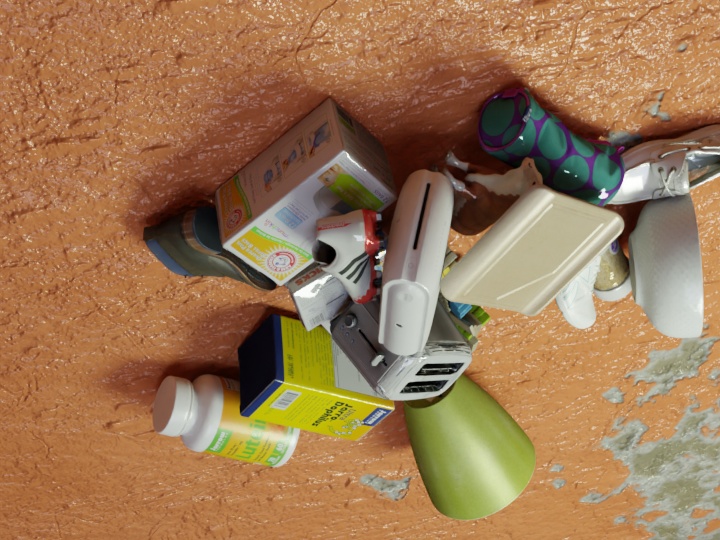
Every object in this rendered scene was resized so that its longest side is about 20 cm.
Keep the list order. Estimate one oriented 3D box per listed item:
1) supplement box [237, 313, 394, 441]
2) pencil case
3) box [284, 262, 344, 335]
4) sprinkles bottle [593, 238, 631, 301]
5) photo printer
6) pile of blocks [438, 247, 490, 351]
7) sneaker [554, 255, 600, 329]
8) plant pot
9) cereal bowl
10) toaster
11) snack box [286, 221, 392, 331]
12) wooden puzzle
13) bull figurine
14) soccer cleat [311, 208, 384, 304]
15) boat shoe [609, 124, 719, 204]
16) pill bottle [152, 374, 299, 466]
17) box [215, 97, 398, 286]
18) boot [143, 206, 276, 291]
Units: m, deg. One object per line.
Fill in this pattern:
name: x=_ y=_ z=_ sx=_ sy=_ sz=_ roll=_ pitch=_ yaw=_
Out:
supplement box: x=-0.064 y=0.155 z=1.671 sx=0.198 sy=0.110 sz=0.110 roll=17 pitch=139 yaw=-28
pencil case: x=0.242 y=-0.153 z=1.464 sx=0.198 sy=0.085 sz=0.094 roll=25 pitch=89 yaw=-35
box: x=-0.034 y=0.013 z=1.579 sx=0.110 sy=0.035 sz=0.200 roll=-37 pitch=134 yaw=3
sprinkles bottle: x=0.320 y=-0.039 z=1.613 sx=0.068 sy=0.069 sz=0.200 roll=-26 pitch=135 yaw=13
photo printer: x=0.067 y=-0.012 z=1.420 sx=0.068 sy=0.168 sz=0.201 roll=11 pitch=151 yaw=5
pile of blocks: x=0.146 y=0.036 z=1.636 sx=0.062 sy=0.082 sz=0.201 roll=-42 pitch=141 yaw=-13
sneaker: x=0.285 y=-0.002 z=1.539 sx=0.079 sy=0.071 sz=0.202 roll=-17 pitch=127 yaw=16
plant pot: x=0.147 y=0.244 z=1.799 sx=0.185 sy=0.188 sz=0.201 roll=-25 pitch=121 yaw=12
cereal bowl: x=0.408 y=-0.007 z=1.582 sx=0.082 sy=0.202 sz=0.202 roll=-4 pitch=138 yaw=8
toaster: x=0.062 y=0.096 z=1.573 sx=0.199 sy=0.130 sz=0.114 roll=6 pitch=132 yaw=-52
snack box: x=0.000 y=0.000 z=1.543 sx=0.198 sy=0.024 sz=0.072 roll=-31 pitch=131 yaw=-13
wooden puzzle: x=0.209 y=-0.024 z=1.434 sx=0.199 sy=0.037 sz=0.185 roll=14 pitch=126 yaw=-48
bull figurine: x=0.145 y=-0.096 z=1.458 sx=0.120 sy=0.066 sz=0.200 roll=29 pitch=156 yaw=-8
soccer cleat: x=-0.016 y=-0.015 z=1.405 sx=0.084 sy=0.070 sz=0.201 roll=-2 pitch=157 yaw=-2
boat shoe: x=0.407 y=-0.130 z=1.525 sx=0.197 sy=0.070 sz=0.071 roll=-22 pitch=128 yaw=-2
pill bottle: x=-0.196 y=0.214 z=1.705 sx=0.198 sy=0.112 sz=0.111 roll=16 pitch=129 yaw=-28
box: x=-0.069 y=-0.092 z=1.431 sx=0.199 sy=0.102 sz=0.112 roll=-35 pitch=133 yaw=21
boot: x=-0.190 y=-0.024 z=1.514 sx=0.096 sy=0.076 sz=0.200 roll=-7 pitch=153 yaw=29
